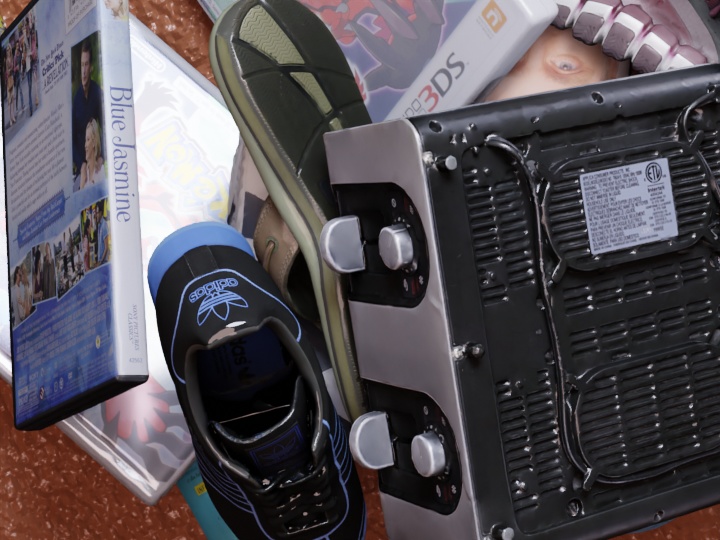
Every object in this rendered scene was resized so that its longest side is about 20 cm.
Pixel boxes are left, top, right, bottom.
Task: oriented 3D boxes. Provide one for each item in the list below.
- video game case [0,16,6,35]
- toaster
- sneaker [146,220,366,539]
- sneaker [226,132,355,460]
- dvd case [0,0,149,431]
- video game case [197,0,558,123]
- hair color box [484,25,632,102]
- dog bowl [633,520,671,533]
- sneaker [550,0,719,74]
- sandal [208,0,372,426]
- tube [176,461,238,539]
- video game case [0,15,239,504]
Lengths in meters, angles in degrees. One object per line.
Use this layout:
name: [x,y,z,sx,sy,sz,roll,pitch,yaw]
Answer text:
video game case: [-0.277,-0.085,0.961,0.199,0.026,0.182,-24,90,7]
toaster: [0.088,0.011,0.746,0.199,0.118,0.182,-13,97,-27]
sneaker: [-0.040,0.077,0.774,0.070,0.078,0.201,-24,124,-3]
sneaker: [0.000,0.000,0.864,0.128,0.079,0.201,5,78,-9]
dvd case: [-0.134,-0.036,0.823,0.017,0.142,0.202,2,77,-28]
video game case: [-0.013,-0.145,0.856,0.201,0.023,0.182,55,142,11]
hair color box: [0.091,-0.141,0.899,0.099,0.061,0.202,7,94,6]
dog bowl: [0.091,0.065,0.915,0.199,0.050,0.112,22,95,4]
sneaker: [0.133,-0.155,0.818,0.199,0.076,0.116,27,104,4]
sandal: [-0.017,-0.024,0.794,0.057,0.080,0.202,-14,101,44]
tube: [-0.099,0.048,0.941,0.077,0.050,0.201,-29,85,-2]
video game case: [-0.120,-0.016,0.909,0.200,0.023,0.182,40,76,1]
